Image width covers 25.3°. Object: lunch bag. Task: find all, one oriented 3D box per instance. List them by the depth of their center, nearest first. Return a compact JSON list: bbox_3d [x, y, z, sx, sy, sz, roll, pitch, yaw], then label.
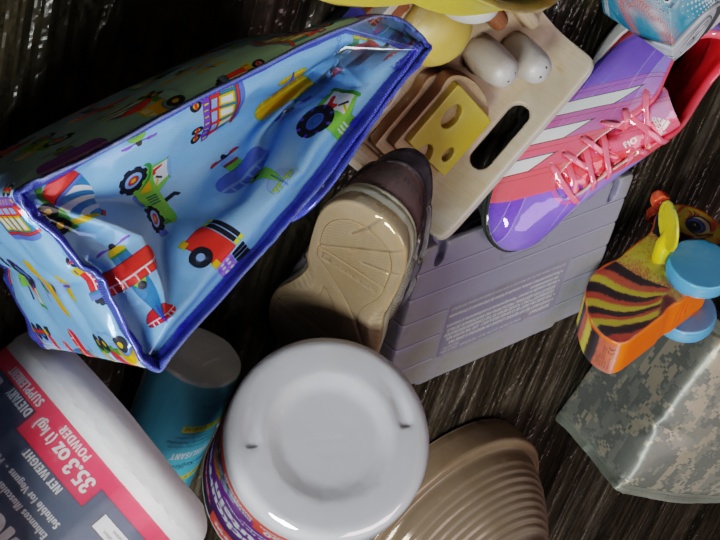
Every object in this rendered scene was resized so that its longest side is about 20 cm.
[{"bbox_3d":[-0.071,-0.058,0.705,0.200,0.150,0.094,-43,109,-20],"label":"lunch bag"},{"bbox_3d":[0.290,0.100,1.311,0.200,0.118,0.164,16,114,-37],"label":"lunch bag"}]

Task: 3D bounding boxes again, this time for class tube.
[{"bbox_3d":[-0.124,0.122,0.939,0.077,0.050,0.200,-15,140,-44],"label":"tube"}]

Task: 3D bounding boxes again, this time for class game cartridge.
[{"bbox_3d":[0.090,0.002,1.073,0.200,0.038,0.130,-20,142,-37],"label":"game cartridge"}]

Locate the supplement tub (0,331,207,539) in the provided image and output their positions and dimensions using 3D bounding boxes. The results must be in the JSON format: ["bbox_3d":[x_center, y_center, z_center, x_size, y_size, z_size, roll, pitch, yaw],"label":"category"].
[{"bbox_3d":[-0.189,0.139,0.786,0.200,0.140,0.140,-41,148,-12],"label":"supplement tub"}]

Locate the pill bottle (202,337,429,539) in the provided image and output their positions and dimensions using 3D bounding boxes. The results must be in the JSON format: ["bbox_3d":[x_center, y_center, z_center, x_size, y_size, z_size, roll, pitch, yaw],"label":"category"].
[{"bbox_3d":[-0.034,0.116,0.928,0.111,0.112,0.200,-35,172,-19],"label":"pill bottle"}]

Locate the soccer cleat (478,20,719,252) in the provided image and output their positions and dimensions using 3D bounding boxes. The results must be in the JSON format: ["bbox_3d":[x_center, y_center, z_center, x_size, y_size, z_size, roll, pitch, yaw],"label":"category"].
[{"bbox_3d":[0.154,-0.087,0.992,0.200,0.073,0.068,-48,130,-8],"label":"soccer cleat"}]

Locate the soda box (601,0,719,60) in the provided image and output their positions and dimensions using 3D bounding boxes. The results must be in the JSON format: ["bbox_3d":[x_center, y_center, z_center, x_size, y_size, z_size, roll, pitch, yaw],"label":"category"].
[{"bbox_3d":[0.173,-0.215,0.906,0.068,0.064,0.200,-40,147,-12],"label":"soda box"}]

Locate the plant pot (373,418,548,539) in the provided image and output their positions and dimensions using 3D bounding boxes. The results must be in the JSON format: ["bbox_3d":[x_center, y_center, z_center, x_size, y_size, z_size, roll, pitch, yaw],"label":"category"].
[{"bbox_3d":[0.080,0.220,1.241,0.201,0.093,0.201,-30,143,-26],"label":"plant pot"}]

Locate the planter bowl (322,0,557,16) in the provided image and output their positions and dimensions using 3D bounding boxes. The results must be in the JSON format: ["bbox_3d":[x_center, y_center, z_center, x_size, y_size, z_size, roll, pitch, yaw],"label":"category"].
[{"bbox_3d":[-0.006,-0.173,0.665,0.083,0.201,0.200,-31,160,34],"label":"planter bowl"}]

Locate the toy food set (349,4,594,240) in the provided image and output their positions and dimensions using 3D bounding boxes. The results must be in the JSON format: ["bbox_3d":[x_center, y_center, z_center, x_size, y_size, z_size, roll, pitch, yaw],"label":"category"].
[{"bbox_3d":[0.049,-0.104,0.880,0.144,0.060,0.200,-49,148,2],"label":"toy food set"}]

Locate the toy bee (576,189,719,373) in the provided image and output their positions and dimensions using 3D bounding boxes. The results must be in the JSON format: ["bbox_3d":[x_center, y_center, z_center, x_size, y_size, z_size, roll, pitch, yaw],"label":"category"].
[{"bbox_3d":[0.223,-0.001,1.159,0.200,0.109,0.131,-7,136,-40],"label":"toy bee"}]

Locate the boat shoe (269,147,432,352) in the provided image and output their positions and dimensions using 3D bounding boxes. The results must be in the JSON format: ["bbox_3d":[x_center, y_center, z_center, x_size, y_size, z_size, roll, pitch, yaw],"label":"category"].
[{"bbox_3d":[0.000,0.000,0.899,0.065,0.072,0.200,-49,171,-29],"label":"boat shoe"}]
